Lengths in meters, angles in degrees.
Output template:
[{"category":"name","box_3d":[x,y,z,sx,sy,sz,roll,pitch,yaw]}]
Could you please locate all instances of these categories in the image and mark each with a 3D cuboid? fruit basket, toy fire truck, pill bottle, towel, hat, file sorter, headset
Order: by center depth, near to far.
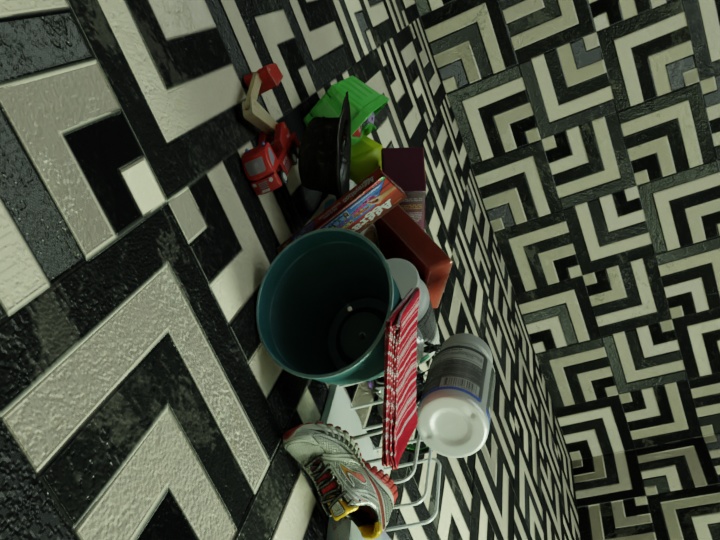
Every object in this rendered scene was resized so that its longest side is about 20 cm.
[{"category":"towel","box_3d":[0.058,0.140,0.894,0.145,0.022,0.206,-41,134,-67]},{"category":"file sorter","box_3d":[0.035,0.280,1.032,0.140,0.122,0.203,-71,141,-57]},{"category":"toy fire truck","box_3d":[-0.146,-0.222,1.040,0.143,0.048,0.202,63,23,-27]},{"category":"hat","box_3d":[-0.058,-0.180,1.071,0.201,0.078,0.207,3,90,-89]},{"category":"pill bottle","box_3d":[0.157,0.190,1.075,0.116,0.111,0.201,67,23,-16]},{"category":"headset","box_3d":[0.110,0.229,1.208,0.093,0.121,0.205,15,95,-57]},{"category":"pill bottle","box_3d":[0.076,0.077,1.213,0.202,0.110,0.115,69,15,-51]},{"category":"fruit basket","box_3d":[-0.002,-0.260,1.322,0.214,0.155,0.218,37,27,-23]}]

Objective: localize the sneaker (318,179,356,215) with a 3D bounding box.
[{"category":"sneaker","box_3d":[-0.036,-0.123,1.236,0.200,0.075,0.083,-4,74,-78]}]

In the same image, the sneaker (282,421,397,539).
[{"category":"sneaker","box_3d":[-0.026,0.276,0.889,0.200,0.077,0.083,44,36,-17]}]

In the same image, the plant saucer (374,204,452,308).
[{"category":"plant saucer","box_3d":[0.078,-0.031,1.254,0.201,0.036,0.201,48,-19,19]}]

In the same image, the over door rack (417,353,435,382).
[{"category":"over door rack","box_3d":[0.124,0.201,1.345,0.149,0.065,0.204,100,-24,-58]}]

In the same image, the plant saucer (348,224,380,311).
[{"category":"plant saucer","box_3d":[0.000,0.000,1.181,0.200,0.031,0.207,8,90,-75]}]

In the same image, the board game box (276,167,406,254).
[{"category":"board game box","box_3d":[-0.027,-0.074,1.033,0.020,0.198,0.103,59,15,21]}]

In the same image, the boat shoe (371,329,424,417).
[{"category":"boat shoe","box_3d":[0.053,0.185,1.164,0.073,0.067,0.203,60,-36,41]}]

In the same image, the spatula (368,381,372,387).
[{"category":"spatula","box_3d":[0.041,0.192,1.261,0.199,0.020,0.058,26,57,-66]}]

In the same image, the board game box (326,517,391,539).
[{"category":"board game box","box_3d":[0.008,0.454,0.938,0.202,0.042,0.202,-81,149,-50]}]

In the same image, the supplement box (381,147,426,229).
[{"category":"supplement box","box_3d":[0.085,-0.132,1.325,0.202,0.083,0.113,84,6,-56]}]

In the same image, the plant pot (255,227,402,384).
[{"category":"plant pot","box_3d":[-0.020,0.072,0.958,0.188,0.195,0.205,47,32,-61]}]
